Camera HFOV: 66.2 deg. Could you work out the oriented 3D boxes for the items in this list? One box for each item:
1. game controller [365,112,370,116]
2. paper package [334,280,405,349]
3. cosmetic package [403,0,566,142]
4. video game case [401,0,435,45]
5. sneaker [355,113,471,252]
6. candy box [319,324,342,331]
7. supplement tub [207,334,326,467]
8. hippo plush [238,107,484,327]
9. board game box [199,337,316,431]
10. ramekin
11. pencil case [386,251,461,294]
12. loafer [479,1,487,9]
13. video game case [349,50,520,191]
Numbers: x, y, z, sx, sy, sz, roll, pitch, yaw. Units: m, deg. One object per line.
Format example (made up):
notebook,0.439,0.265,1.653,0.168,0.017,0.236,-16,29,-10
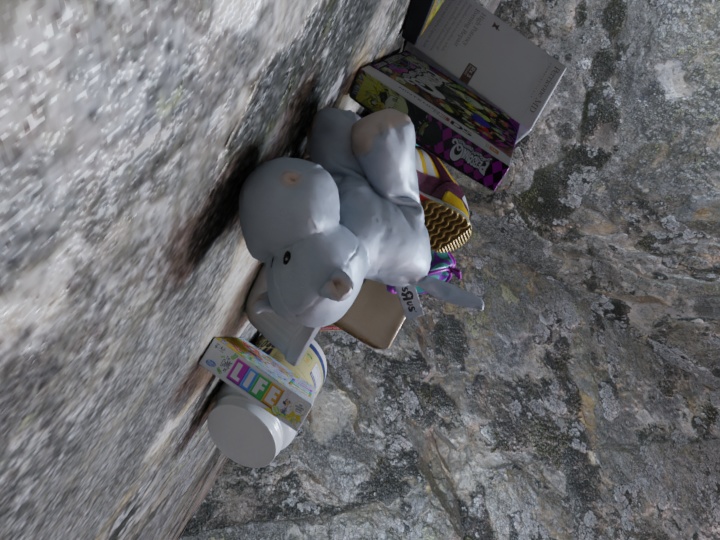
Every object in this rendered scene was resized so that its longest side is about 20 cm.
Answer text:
game controller,0.042,-0.223,0.788,0.202,0.041,0.105,-58,179,-36
paper package,0.000,0.000,0.895,0.194,0.197,0.104,-58,180,-9
cosmetic package,0.161,-0.273,0.735,0.103,0.197,0.074,-57,180,-4
video game case,0.115,-0.370,0.581,0.184,0.025,0.200,-59,180,-18
sneaker,0.036,-0.102,0.576,0.074,0.198,0.092,-36,-148,30
candy box,-0.033,0.028,1.067,0.201,0.164,0.079,-55,134,-51
supplement tub,-0.150,0.203,0.913,0.146,0.142,0.201,-58,180,34
hippo plush,-0.029,-0.020,0.445,0.157,0.205,0.159,-12,-166,46
board game box,-0.120,0.136,0.701,0.035,0.133,0.200,-55,179,-8
ramekin,-0.068,0.011,0.711,0.206,0.093,0.202,-59,179,-2
pencil case,0.054,-0.074,0.671,0.085,0.090,0.206,53,23,-69
loafer,0.235,-0.513,1.125,0.071,0.069,0.201,-58,180,30
video game case,0.095,-0.180,0.628,0.036,0.179,0.201,-57,178,32
